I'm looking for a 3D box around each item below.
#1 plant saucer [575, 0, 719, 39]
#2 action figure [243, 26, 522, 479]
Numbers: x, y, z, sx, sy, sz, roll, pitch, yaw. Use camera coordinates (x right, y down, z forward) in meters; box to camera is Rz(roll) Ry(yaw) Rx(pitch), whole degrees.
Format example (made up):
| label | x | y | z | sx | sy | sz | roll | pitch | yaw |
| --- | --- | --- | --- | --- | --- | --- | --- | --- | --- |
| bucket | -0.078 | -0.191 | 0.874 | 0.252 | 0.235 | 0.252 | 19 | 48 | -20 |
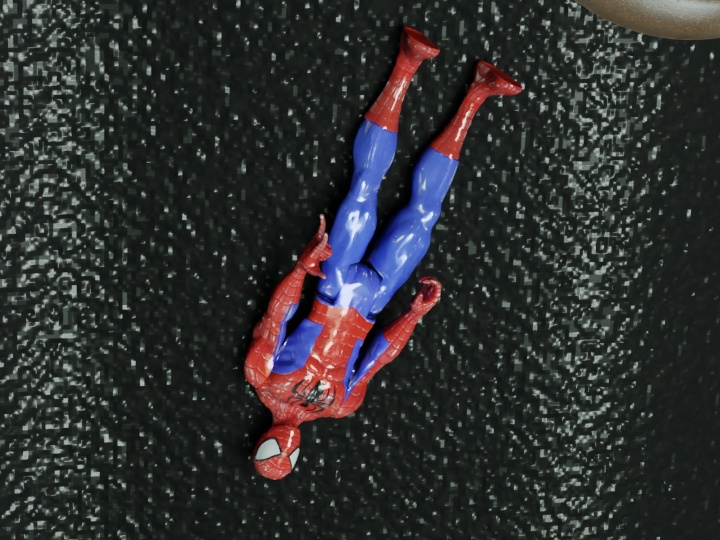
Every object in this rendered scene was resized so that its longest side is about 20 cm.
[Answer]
| label | x | y | z | sx | sy | sz | roll | pitch | yaw |
| --- | --- | --- | --- | --- | --- | --- | --- | --- | --- |
| plant saucer | 0.153 | -0.193 | 0.819 | 0.199 | 0.032 | 0.201 | -5 | 110 | -13 |
| action figure | 0.000 | 0.000 | 0.836 | 0.065 | 0.052 | 0.201 | 20 | 104 | -23 |
